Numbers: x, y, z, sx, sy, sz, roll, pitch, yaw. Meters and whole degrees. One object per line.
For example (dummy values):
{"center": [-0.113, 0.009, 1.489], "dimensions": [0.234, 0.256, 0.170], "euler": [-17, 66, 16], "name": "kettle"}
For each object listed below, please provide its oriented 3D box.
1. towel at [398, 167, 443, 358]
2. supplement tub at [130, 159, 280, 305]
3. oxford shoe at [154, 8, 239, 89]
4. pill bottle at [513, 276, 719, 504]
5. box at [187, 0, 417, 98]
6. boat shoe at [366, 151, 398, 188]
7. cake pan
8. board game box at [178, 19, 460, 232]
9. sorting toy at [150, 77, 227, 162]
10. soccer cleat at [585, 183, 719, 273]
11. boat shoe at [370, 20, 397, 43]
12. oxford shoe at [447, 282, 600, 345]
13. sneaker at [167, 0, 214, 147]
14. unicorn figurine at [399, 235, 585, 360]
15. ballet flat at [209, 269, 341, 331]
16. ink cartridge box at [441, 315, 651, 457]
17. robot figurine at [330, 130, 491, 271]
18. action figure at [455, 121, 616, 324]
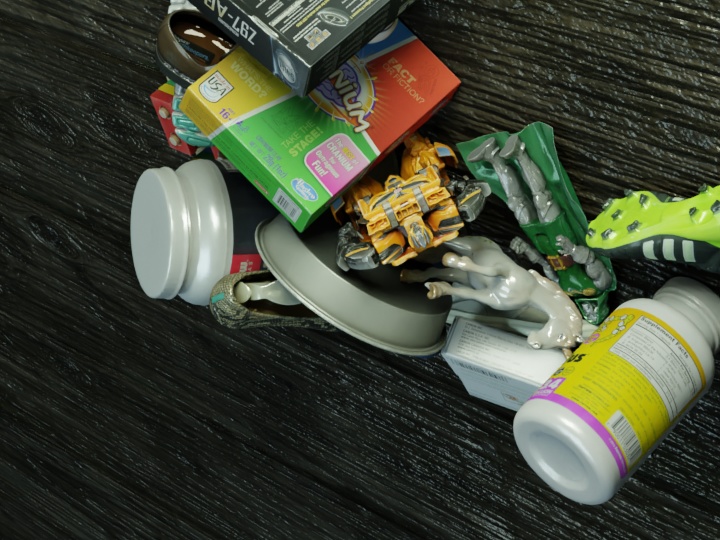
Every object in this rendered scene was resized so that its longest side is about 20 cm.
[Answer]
{"center": [0.046, -0.010, 1.773], "dimensions": [0.112, 0.048, 0.201], "euler": [50, 156, 37], "name": "towel"}
{"center": [-0.109, -0.038, 1.742], "dimensions": [0.140, 0.199, 0.141], "euler": [178, 90, -65], "name": "supplement tub"}
{"center": [-0.097, -0.178, 1.640], "dimensions": [0.199, 0.073, 0.084], "euler": [23, 159, 1], "name": "oxford shoe"}
{"center": [0.225, 0.094, 1.498], "dimensions": [0.104, 0.200, 0.104], "euler": [35, 151, 23], "name": "pill bottle"}
{"center": [-0.034, -0.252, 1.419], "dimensions": [0.160, 0.200, 0.044], "euler": [40, 153, 12], "name": "box"}
{"center": [-0.040, -0.134, 1.717], "dimensions": [0.200, 0.075, 0.069], "euler": [51, 140, 19], "name": "boat shoe"}
{"center": [0.000, 0.000, 1.611], "dimensions": [0.200, 0.200, 0.037], "euler": [39, 112, 17], "name": "cake pan"}
{"center": [-0.033, -0.152, 1.551], "dimensions": [0.153, 0.200, 0.040], "euler": [45, 153, 4], "name": "board game box"}
{"center": [-0.131, -0.116, 1.888], "dimensions": [0.199, 0.070, 0.199], "euler": [23, 144, 39], "name": "sorting toy"}
{"center": [0.259, -0.027, 1.444], "dimensions": [0.081, 0.068, 0.200], "euler": [44, 156, -22], "name": "soccer cleat"}
{"center": [-0.039, -0.282, 1.537], "dimensions": [0.200, 0.071, 0.070], "euler": [51, 157, 9], "name": "boat shoe"}
{"center": [0.151, 0.036, 1.689], "dimensions": [0.075, 0.058, 0.199], "euler": [17, 176, -41], "name": "oxford shoe"}
{"center": [-0.151, -0.226, 1.743], "dimensions": [0.091, 0.077, 0.201], "euler": [-98, 17, -63], "name": "sneaker"}
{"center": [0.114, 0.012, 1.572], "dimensions": [0.074, 0.137, 0.200], "euler": [-65, 31, 28], "name": "unicorn figurine"}
{"center": [-0.039, 0.022, 1.672], "dimensions": [0.075, 0.199, 0.068], "euler": [152, 112, -67], "name": "ballet flat"}
{"center": [0.186, 0.112, 1.700], "dimensions": [0.199, 0.044, 0.174], "euler": [19, 170, 16], "name": "ink cartridge box"}
{"center": [0.034, -0.061, 1.558], "dimensions": [0.058, 0.144, 0.200], "euler": [63, -179, -18], "name": "robot figurine"}
{"center": [0.169, -0.033, 1.581], "dimensions": [0.118, 0.055, 0.200], "euler": [-2, 129, 53], "name": "action figure"}
